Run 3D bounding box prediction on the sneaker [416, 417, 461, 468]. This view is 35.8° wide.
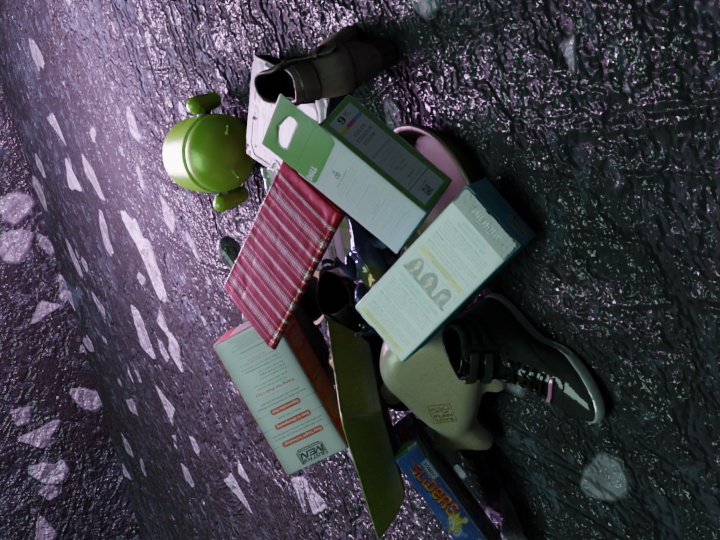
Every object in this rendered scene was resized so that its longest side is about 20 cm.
[{"bbox_3d":[0.071,0.252,1.521,0.088,0.074,0.200,59,155,4],"label":"sneaker"}]

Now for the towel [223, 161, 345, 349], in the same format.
[{"bbox_3d":[-0.096,-0.024,1.392,0.145,0.022,0.202,46,115,44],"label":"towel"}]

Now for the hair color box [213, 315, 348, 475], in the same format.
[{"bbox_3d":[-0.097,0.155,1.466,0.202,0.101,0.061,62,-161,-8],"label":"hair color box"}]

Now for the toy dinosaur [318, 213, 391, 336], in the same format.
[{"bbox_3d":[0.000,0.000,1.401,0.201,0.104,0.183,72,176,-52],"label":"toy dinosaur"}]

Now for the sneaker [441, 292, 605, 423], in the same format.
[{"bbox_3d":[0.163,0.108,1.176,0.200,0.098,0.071,44,146,37],"label":"sneaker"}]

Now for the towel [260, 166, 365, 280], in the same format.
[{"bbox_3d":[-0.056,-0.070,1.518,0.199,0.030,0.151,14,122,48],"label":"towel"}]

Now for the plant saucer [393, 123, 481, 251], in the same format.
[{"bbox_3d":[0.088,-0.071,1.255,0.200,0.029,0.202,44,146,40],"label":"plant saucer"}]

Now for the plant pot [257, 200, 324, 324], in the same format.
[{"bbox_3d":[-0.094,-0.017,1.671,0.200,0.027,0.202,45,148,38],"label":"plant pot"}]

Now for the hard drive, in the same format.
[{"bbox_3d":[-0.087,-0.190,1.452,0.200,0.037,0.142,36,125,49],"label":"hard drive"}]

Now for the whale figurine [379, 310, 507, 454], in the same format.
[{"bbox_3d":[0.101,0.126,1.320,0.157,0.104,0.202,-11,124,21],"label":"whale figurine"}]

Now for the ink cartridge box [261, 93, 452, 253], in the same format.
[{"bbox_3d":[-0.006,-0.119,1.213,0.199,0.059,0.104,39,151,2],"label":"ink cartridge box"}]

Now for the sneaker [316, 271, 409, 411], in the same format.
[{"bbox_3d":[0.003,0.095,1.462,0.201,0.074,0.106,56,-174,20],"label":"sneaker"}]

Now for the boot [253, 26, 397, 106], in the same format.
[{"bbox_3d":[-0.055,-0.227,1.267,0.199,0.145,0.071,6,116,62],"label":"boot"}]

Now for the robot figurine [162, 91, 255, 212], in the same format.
[{"bbox_3d":[-0.230,-0.178,1.699,0.199,0.114,0.178,8,114,61],"label":"robot figurine"}]

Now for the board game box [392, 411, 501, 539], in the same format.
[{"bbox_3d":[0.111,0.282,1.379,0.201,0.034,0.135,54,-175,-9],"label":"board game box"}]

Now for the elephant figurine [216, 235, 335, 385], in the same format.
[{"bbox_3d":[-0.117,0.053,1.538,0.142,0.153,0.203,-102,5,-81],"label":"elephant figurine"}]

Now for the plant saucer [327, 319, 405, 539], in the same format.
[{"bbox_3d":[0.011,0.189,1.382,0.201,0.047,0.202,-102,-3,-56],"label":"plant saucer"}]

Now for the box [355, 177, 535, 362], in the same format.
[{"bbox_3d":[0.086,0.001,1.173,0.082,0.049,0.200,48,122,9],"label":"box"}]

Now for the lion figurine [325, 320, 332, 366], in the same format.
[{"bbox_3d":[-0.022,0.128,1.607,0.124,0.072,0.200,68,161,2],"label":"lion figurine"}]
